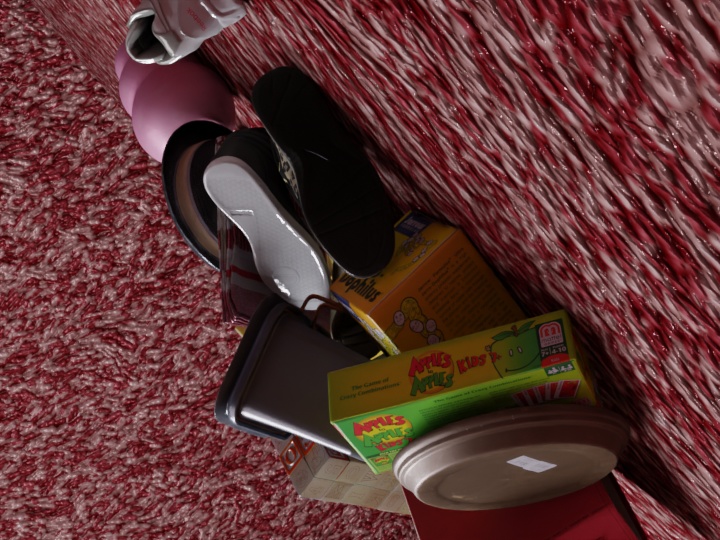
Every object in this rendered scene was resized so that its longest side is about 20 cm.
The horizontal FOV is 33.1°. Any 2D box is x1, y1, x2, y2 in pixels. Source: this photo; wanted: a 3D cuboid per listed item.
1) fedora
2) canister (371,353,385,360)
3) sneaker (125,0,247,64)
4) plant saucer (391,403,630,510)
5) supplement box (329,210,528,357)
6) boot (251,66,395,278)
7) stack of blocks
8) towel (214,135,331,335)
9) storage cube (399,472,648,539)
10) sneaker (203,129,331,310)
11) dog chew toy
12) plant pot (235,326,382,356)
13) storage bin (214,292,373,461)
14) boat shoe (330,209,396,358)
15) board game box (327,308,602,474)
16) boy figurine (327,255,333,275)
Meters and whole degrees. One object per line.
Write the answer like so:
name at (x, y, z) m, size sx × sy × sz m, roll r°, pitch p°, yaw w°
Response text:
fedora at (-0.127, -0.094, 1.330) m, size 0.200 × 0.091 × 0.202 m, roll 37°, pitch -142°, yaw -36°
canister at (0.074, 0.144, 1.341) m, size 0.148 × 0.087 × 0.200 m, roll 43°, pitch -159°, yaw 13°
sneaker at (-0.175, -0.229, 1.075) m, size 0.078 × 0.099 × 0.200 m, roll 49°, pitch 173°, yaw -21°
plant saucer at (0.125, 0.159, 0.995) m, size 0.200 × 0.198 × 0.030 m, roll 60°, pitch -160°, yaw -61°
supplement box at (0.084, 0.061, 1.081) m, size 0.200 × 0.109 × 0.109 m, roll 50°, pitch 172°, yaw -21°
boot at (-0.024, -0.072, 1.097) m, size 0.205 × 0.073 × 0.154 m, roll 61°, pitch 178°, yaw 15°
stack of blocks at (0.001, 0.196, 1.316) m, size 0.199 × 0.059 × 0.115 m, roll 19°, pitch -153°, yaw -42°
towel at (-0.087, -0.033, 1.255) m, size 0.023 × 0.202 × 0.143 m, roll -21°, pitch 158°, yaw 41°
storage cube at (0.165, 0.249, 1.163) m, size 0.171 × 0.179 × 0.201 m, roll 51°, pitch -170°, yaw -36°
sneaker at (-0.081, -0.057, 1.204) m, size 0.201 × 0.070 × 0.100 m, roll 56°, pitch -156°, yaw -31°
dog chew toy at (-0.233, -0.215, 1.455) m, size 0.200 × 0.124 × 0.125 m, roll 51°, pitch 177°, yaw 36°
plant pot at (-0.043, 0.053, 1.482) m, size 0.201 × 0.189 × 0.201 m, roll 45°, pitch 172°, yaw 8°
storage bin at (-0.026, 0.109, 1.138) m, size 0.133 × 0.147 × 0.200 m, roll 22°, pitch 172°, yaw 16°
boat shoe at (0.000, 0.000, 1.233) m, size 0.076 × 0.071 × 0.202 m, roll -121°, pitch 31°, yaw -48°
board game box at (0.084, 0.100, 0.971) m, size 0.102 × 0.198 × 0.048 m, roll 55°, pitch -156°, yaw -49°
boy figurine at (-0.004, -0.017, 1.339) m, size 0.200 × 0.064 × 0.125 m, roll 44°, pitch 156°, yaw 36°
